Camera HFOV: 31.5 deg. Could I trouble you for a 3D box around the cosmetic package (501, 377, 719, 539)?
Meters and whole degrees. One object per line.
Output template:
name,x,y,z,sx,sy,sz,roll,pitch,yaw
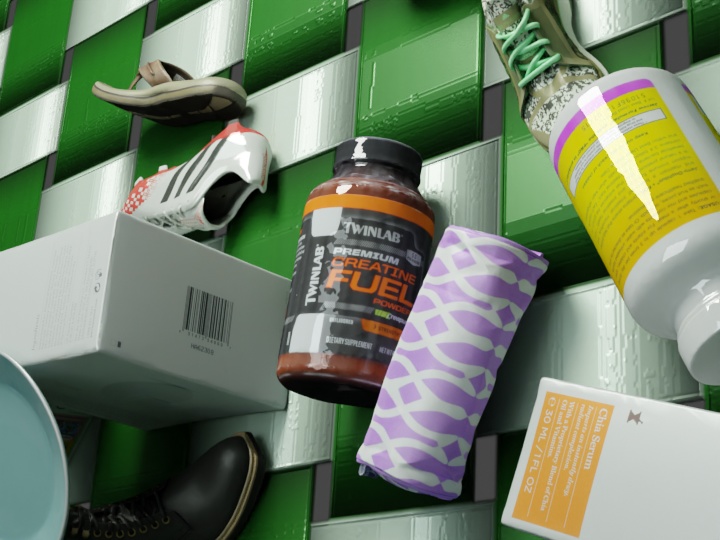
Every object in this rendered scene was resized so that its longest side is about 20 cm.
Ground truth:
cosmetic package,0.190,0.134,0.764,0.200,0.071,0.102,7,77,47

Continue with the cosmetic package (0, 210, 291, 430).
cosmetic package,-0.197,0.052,1.105,0.200,0.199,0.123,-15,62,41

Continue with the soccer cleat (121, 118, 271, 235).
soccer cleat,-0.163,-0.065,1.227,0.200,0.069,0.085,-31,48,27

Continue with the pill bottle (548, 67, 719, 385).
pill bottle,0.199,-0.028,0.804,0.104,0.104,0.200,-41,46,25

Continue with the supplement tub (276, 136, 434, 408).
supplement tub,0.000,0.000,0.996,0.107,0.107,0.200,-8,67,44

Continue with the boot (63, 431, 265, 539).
boot,-0.185,0.205,1.069,0.200,0.138,0.077,-51,44,15

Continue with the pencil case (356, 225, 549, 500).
pencil case,0.068,0.068,0.911,0.084,0.085,0.200,20,87,53

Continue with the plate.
plate,-0.296,0.159,1.046,0.200,0.026,0.201,5,97,38

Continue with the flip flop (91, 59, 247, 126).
flip flop,-0.192,-0.187,1.301,0.200,0.081,0.058,2,78,42

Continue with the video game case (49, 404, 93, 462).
video game case,-0.330,0.137,1.207,0.022,0.200,0.182,32,96,31

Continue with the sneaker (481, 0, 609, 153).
sneaker,0.123,-0.170,0.960,0.077,0.089,0.200,-38,49,28
